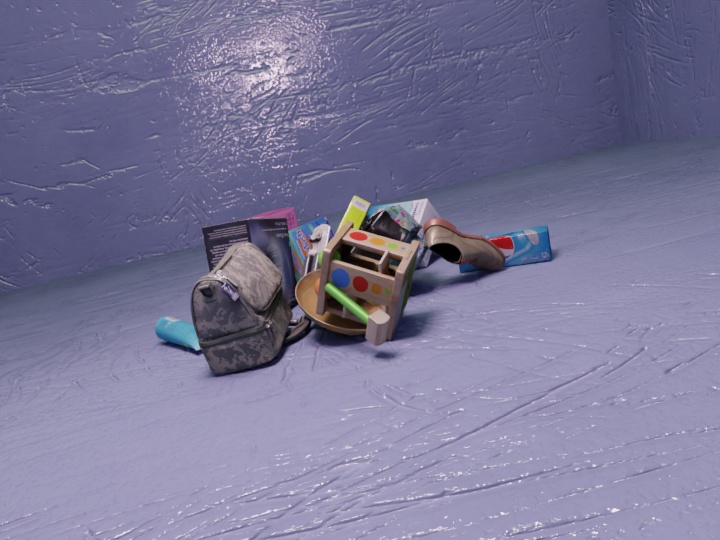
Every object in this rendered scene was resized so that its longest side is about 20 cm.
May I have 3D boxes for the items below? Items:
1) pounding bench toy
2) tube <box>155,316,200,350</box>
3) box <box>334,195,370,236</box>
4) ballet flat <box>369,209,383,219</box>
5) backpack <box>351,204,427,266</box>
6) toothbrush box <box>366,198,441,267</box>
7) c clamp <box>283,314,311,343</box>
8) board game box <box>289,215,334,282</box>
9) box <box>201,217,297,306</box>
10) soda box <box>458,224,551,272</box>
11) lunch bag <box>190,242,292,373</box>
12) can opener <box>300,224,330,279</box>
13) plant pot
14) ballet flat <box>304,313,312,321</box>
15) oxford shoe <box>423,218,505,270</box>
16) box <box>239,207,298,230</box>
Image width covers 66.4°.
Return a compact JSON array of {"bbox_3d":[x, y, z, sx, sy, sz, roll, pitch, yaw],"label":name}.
[{"bbox_3d":[-0.006,0.026,0.900,0.152,0.127,0.201,16,30,11],"label":"pounding bench toy"},{"bbox_3d":[-0.359,0.133,1.145,0.196,0.052,0.077,5,25,43],"label":"tube"},{"bbox_3d":[-0.031,-0.080,1.267,0.047,0.124,0.200,25,-13,-1],"label":"box"},{"bbox_3d":[0.017,-0.054,1.332,0.075,0.203,0.064,34,33,11],"label":"ballet flat"},{"bbox_3d":[0.055,-0.045,1.161,0.179,0.150,0.200,-51,2,20],"label":"backpack"},{"bbox_3d":[0.092,-0.090,1.405,0.196,0.085,0.149,-4,55,41],"label":"toothbrush box"},{"bbox_3d":[-0.171,0.110,1.082,0.196,0.028,0.169,-3,15,41],"label":"c clamp"},{"bbox_3d":[-0.120,-0.046,1.428,0.044,0.156,0.199,-21,7,28],"label":"board game box"},{"bbox_3d":[-0.231,-0.006,1.201,0.120,0.205,0.200,-7,4,16],"label":"box"},{"bbox_3d":[0.311,-0.047,1.196,0.194,0.066,0.068,-9,12,22],"label":"soda box"},{"bbox_3d":[-0.211,0.056,0.961,0.136,0.172,0.201,-16,19,11],"label":"lunch bag"},{"bbox_3d":[-0.099,-0.015,1.278,0.051,0.205,0.066,-7,-31,33],"label":"can opener"},{"bbox_3d":[-0.023,0.057,0.998,0.194,0.028,0.202,8,31,-5],"label":"plant pot"},{"bbox_3d":[-0.063,0.046,1.124,0.076,0.067,0.200,-53,1,14],"label":"ballet flat"},{"bbox_3d":[0.213,-0.032,1.126,0.195,0.071,0.076,20,46,-15],"label":"oxford shoe"},{"bbox_3d":[-0.239,-0.041,1.421,0.095,0.206,0.174,-1,15,42],"label":"box"}]
